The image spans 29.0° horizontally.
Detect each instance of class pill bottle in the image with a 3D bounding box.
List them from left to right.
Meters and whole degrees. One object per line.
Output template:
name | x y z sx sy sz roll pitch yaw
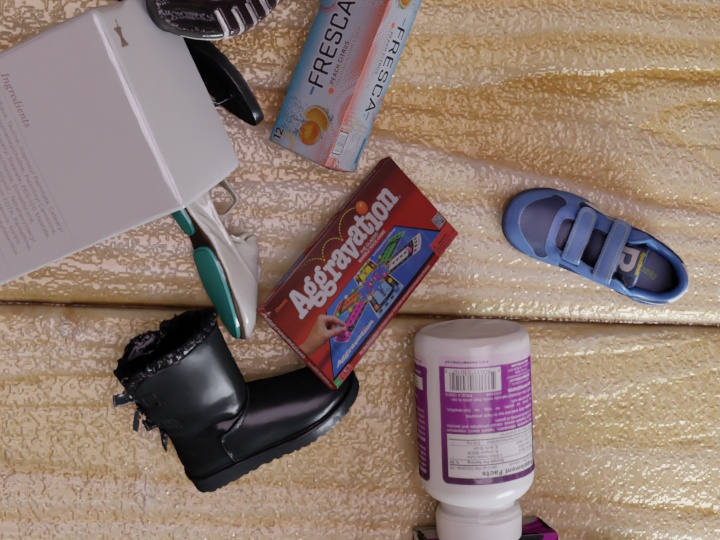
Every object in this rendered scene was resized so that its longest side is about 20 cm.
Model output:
pill bottle | 0.109 0.154 1.315 0.111 0.112 0.203 -5 99 -12

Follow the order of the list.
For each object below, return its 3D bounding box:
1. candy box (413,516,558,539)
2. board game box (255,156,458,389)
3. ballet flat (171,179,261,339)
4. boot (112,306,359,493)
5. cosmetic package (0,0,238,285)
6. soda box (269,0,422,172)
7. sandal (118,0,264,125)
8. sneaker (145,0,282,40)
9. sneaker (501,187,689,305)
candy box | 0.123 0.352 1.371 0.135 0.061 0.203 -2 98 -14
board game box | 0.000 0.000 1.280 0.103 0.019 0.201 46 64 -14
ballet flat | -0.130 -0.036 1.264 0.069 0.069 0.202 -28 100 -7
boot | -0.114 0.100 1.255 0.197 0.074 0.163 -30 125 -2
cosmetic package | -0.237 -0.108 1.141 0.198 0.167 0.168 -21 100 16
soda box | -0.008 -0.193 1.245 0.068 0.063 0.202 26 99 24
sandal | -0.168 -0.193 1.226 0.200 0.075 0.048 45 75 -6
sneaker | -0.120 -0.236 1.199 0.199 0.115 0.076 -28 99 -37
sneaker | 0.231 -0.023 1.334 0.198 0.082 0.075 21 94 -13
